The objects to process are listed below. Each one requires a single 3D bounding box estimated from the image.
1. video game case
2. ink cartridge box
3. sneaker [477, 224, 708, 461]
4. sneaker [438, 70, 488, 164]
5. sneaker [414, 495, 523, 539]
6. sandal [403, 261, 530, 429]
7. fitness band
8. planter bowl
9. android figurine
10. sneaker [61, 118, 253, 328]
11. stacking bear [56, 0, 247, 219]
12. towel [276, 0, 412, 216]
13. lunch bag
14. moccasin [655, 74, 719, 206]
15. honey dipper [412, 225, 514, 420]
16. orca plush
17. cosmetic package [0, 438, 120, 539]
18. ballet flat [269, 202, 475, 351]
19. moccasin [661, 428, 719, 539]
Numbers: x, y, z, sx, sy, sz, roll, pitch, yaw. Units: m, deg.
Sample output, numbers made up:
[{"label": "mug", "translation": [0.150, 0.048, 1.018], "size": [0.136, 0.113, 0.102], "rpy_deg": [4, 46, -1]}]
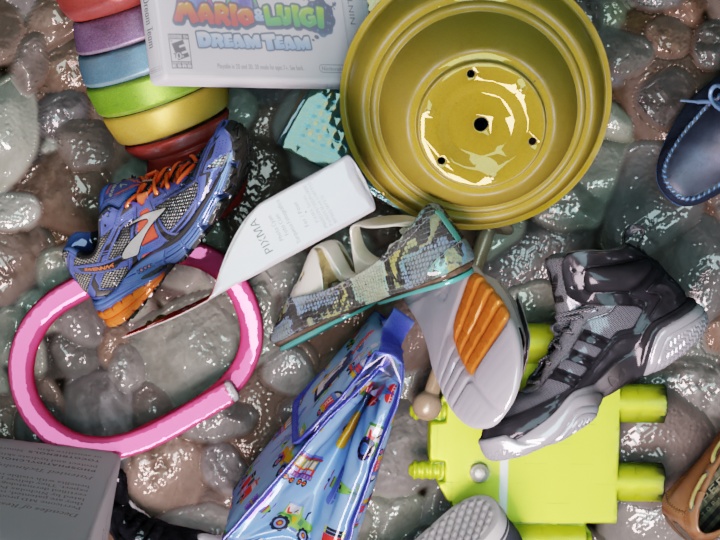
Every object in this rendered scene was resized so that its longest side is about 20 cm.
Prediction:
[{"label": "video game case", "translation": [-0.078, -0.223, 1.665], "size": [0.199, 0.024, 0.183], "rpy_deg": [-3, 83, -40]}, {"label": "ink cartridge box", "translation": [-0.089, -0.015, 1.651], "size": [0.199, 0.160, 0.047], "rpy_deg": [-27, 92, -4]}, {"label": "sneaker", "translation": [0.152, 0.050, 1.701], "size": [0.200, 0.075, 0.114], "rpy_deg": [-34, 95, -10]}, {"label": "sneaker", "translation": [0.092, -0.144, 1.710], "size": [0.070, 0.078, 0.201], "rpy_deg": [9, 108, -5]}, {"label": "sneaker", "translation": [0.039, 0.255, 1.717], "size": [0.199, 0.079, 0.080], "rpy_deg": [-33, 125, 5]}, {"label": "sandal", "translation": [0.086, 0.035, 1.679], "size": [0.059, 0.207, 0.079], "rpy_deg": [23, 118, -35]}, {"label": "fitness band", "translation": [-0.170, 0.060, 1.743], "size": [0.199, 0.037, 0.144], "rpy_deg": [-28, 94, -2]}, {"label": "planter bowl", "translation": [0.084, -0.113, 1.635], "size": [0.199, 0.084, 0.202], "rpy_deg": [0, 108, 0]}, {"label": "android figurine", "translation": [0.135, 0.130, 1.759], "size": [0.199, 0.041, 0.183], "rpy_deg": [3, 93, -4]}, {"label": "sneaker", "translation": [-0.149, -0.040, 1.650], "size": [0.078, 0.075, 0.200], "rpy_deg": [40, 120, -7]}, {"label": "stacking bear", "translation": [-0.142, -0.128, 1.699], "size": [0.121, 0.113, 0.201], "rpy_deg": [-32, 109, -42]}, {"label": "towel", "translation": [0.046, -0.149, 1.748], "size": [0.146, 0.022, 0.201], "rpy_deg": [29, 90, -5]}, {"label": "lunch bag", "translation": [-0.013, 0.121, 1.687], "size": [0.094, 0.151, 0.201], "rpy_deg": [29, 97, -4]}, {"label": "moccasin", "translation": [0.299, -0.132, 1.735], "size": [0.080, 0.068, 0.200], "rpy_deg": [41, 91, -4]}, {"label": "honey dipper", "translation": [0.081, 0.018, 1.734], "size": [0.038, 0.038, 0.201], "rpy_deg": [19, 83, -3]}, {"label": "orca plush", "translation": [-0.115, 0.224, 1.737], "size": [0.105, 0.071, 0.200], "rpy_deg": [-45, 94, 1]}, {"label": "cosmetic package", "translation": [-0.272, 0.230, 1.651], "size": [0.165, 0.200, 0.168], "rpy_deg": [8, 106, -1]}, {"label": "ballet flat", "translation": [0.000, 0.000, 1.694], "size": [0.199, 0.074, 0.075], "rpy_deg": [-23, 95, 37]}, {"label": "moccasin", "translation": [0.310, 0.125, 1.738], "size": [0.201, 0.078, 0.074], "rpy_deg": [-40, 98, -12]}]
